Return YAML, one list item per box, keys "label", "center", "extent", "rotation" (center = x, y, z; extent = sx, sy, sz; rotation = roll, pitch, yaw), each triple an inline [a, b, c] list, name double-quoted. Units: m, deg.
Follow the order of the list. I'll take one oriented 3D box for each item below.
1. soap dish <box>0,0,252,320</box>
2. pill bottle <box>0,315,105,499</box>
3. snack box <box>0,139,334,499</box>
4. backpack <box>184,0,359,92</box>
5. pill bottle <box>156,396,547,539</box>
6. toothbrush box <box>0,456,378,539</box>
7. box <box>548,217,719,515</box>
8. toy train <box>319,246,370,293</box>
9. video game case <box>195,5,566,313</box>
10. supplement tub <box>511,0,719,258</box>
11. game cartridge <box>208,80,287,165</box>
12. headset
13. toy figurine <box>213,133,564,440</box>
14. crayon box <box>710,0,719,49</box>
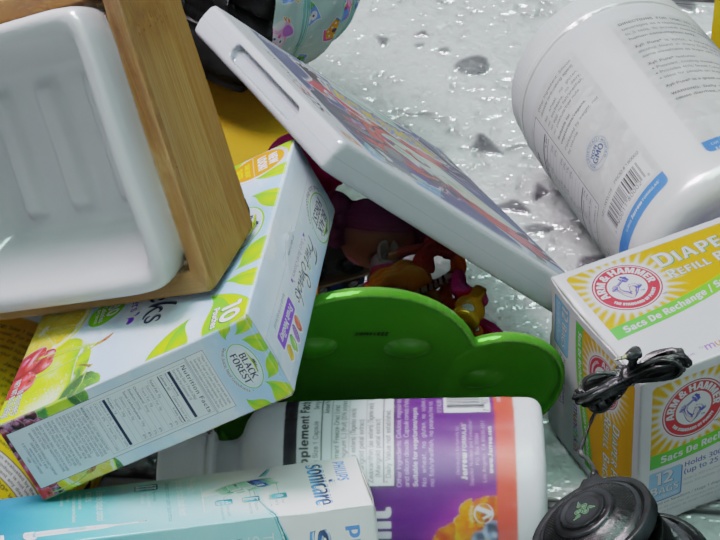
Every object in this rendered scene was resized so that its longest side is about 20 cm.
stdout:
- label: "soap dish"
  center: [-0.149, -0.061, 1.302]
  extent: [0.199, 0.158, 0.081]
  rotation: [-8, 14, 46]
- label: "pill bottle"
  center: [-0.191, 0.090, 1.413]
  extent: [0.112, 0.113, 0.200]
  rotation: [14, 42, 20]
- label: "snack box"
  center: [-0.093, 0.021, 1.317]
  extent: [0.142, 0.053, 0.200]
  rotation: [-23, 23, 16]
- label: "backpack"
  center: [-0.096, -0.202, 1.619]
  extent: [0.200, 0.168, 0.126]
  rotation: [34, 45, 28]
- label: "pill bottle"
  center: [-0.004, 0.123, 1.363]
  extent: [0.199, 0.112, 0.112]
  rotation: [-2, 39, 2]
- label: "toothbrush box"
  center: [-0.087, 0.179, 1.257]
  extent: [0.199, 0.147, 0.085]
  rotation: [-7, 13, -4]
- label: "box"
  center: [0.212, 0.043, 1.449]
  extent: [0.199, 0.113, 0.101]
  rotation: [-19, 42, -18]
- label: "toy train"
  center: [-0.078, 0.016, 1.551]
  extent: [0.199, 0.046, 0.034]
  rotation: [-16, 58, -14]
- label: "video game case"
  center: [0.016, -0.061, 1.460]
  extent: [0.023, 0.200, 0.182]
  rotation: [-52, 38, 8]
- label: "supplement tub"
  center: [0.185, -0.066, 1.568]
  extent: [0.131, 0.132, 0.200]
  rotation: [-14, 41, -13]
- label: "game cartridge"
  center: [-0.127, -0.089, 1.635]
  extent: [0.199, 0.033, 0.176]
  rotation: [-18, 42, -19]
- label: "headset"
  center: [0.144, 0.137, 1.299]
  extent: [0.094, 0.123, 0.201]
  rotation: [-23, 58, 18]
- label: "toy figurine"
  center: [0.000, 0.000, 1.472]
  extent: [0.199, 0.151, 0.185]
  rotation: [0, 46, -15]
- label: "crayon box"
  center: [0.278, -0.101, 1.569]
  extent: [0.058, 0.173, 0.200]
  rotation: [-12, 40, -17]
